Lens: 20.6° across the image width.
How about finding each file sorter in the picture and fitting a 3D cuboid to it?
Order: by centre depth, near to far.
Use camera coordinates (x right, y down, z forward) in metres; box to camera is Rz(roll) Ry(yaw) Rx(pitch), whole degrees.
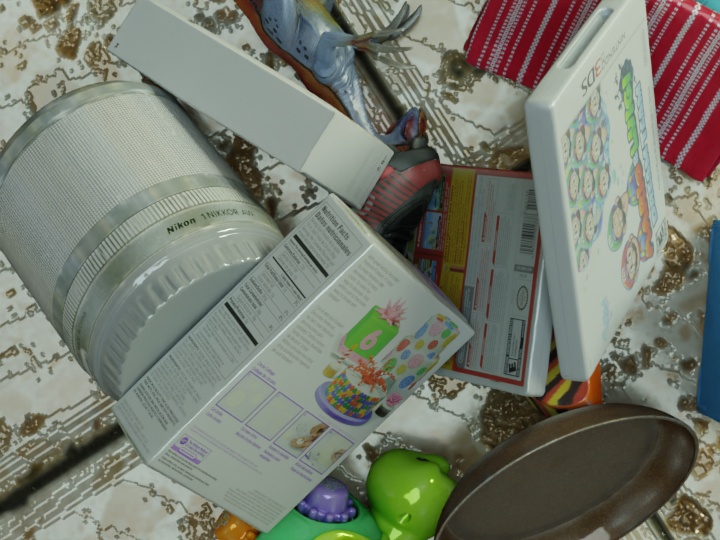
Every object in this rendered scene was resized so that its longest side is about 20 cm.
[{"bbox_3d":[0.310,0.042,1.336,0.122,0.200,0.140,5,92,-3],"label":"file sorter"}]

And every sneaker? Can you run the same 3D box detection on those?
[{"bbox_3d":[0.000,0.000,1.372,0.201,0.071,0.098,-49,67,23],"label":"sneaker"}]

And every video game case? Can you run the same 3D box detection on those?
[{"bbox_3d":[0.157,-0.060,1.288,0.024,0.182,0.201,5,123,25],"label":"video game case"},{"bbox_3d":[0.066,0.001,1.350,0.017,0.200,0.144,5,93,-35],"label":"video game case"}]

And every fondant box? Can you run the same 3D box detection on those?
[{"bbox_3d":[-0.041,0.064,1.283,0.200,0.144,0.058,-43,51,6],"label":"fondant box"}]

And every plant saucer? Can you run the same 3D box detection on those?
[{"bbox_3d":[0.136,0.149,1.362,0.199,0.200,0.032,-26,58,2],"label":"plant saucer"}]

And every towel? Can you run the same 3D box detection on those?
[{"bbox_3d":[0.178,-0.148,1.368,0.199,0.145,0.023,27,53,0],"label":"towel"}]

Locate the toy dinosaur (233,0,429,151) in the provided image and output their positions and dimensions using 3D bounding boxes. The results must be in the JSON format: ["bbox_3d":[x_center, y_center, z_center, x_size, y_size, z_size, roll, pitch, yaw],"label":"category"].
[{"bbox_3d":[-0.025,-0.158,1.405,0.199,0.105,0.183,-8,95,35],"label":"toy dinosaur"}]

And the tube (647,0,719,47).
[{"bbox_3d":[0.230,-0.167,1.364,0.077,0.051,0.200,-34,120,31],"label":"tube"}]

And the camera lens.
[{"bbox_3d":[-0.146,-0.017,1.330,0.160,0.160,0.200,-41,57,2],"label":"camera lens"}]

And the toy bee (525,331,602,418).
[{"bbox_3d":[0.129,0.015,1.393,0.108,0.200,0.131,-2,131,25],"label":"toy bee"}]

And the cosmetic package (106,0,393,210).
[{"bbox_3d":[-0.076,-0.116,1.345,0.200,0.082,0.051,33,94,34],"label":"cosmetic package"}]

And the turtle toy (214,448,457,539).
[{"bbox_3d":[-0.022,0.191,1.386,0.199,0.146,0.102,-17,71,0],"label":"turtle toy"}]
